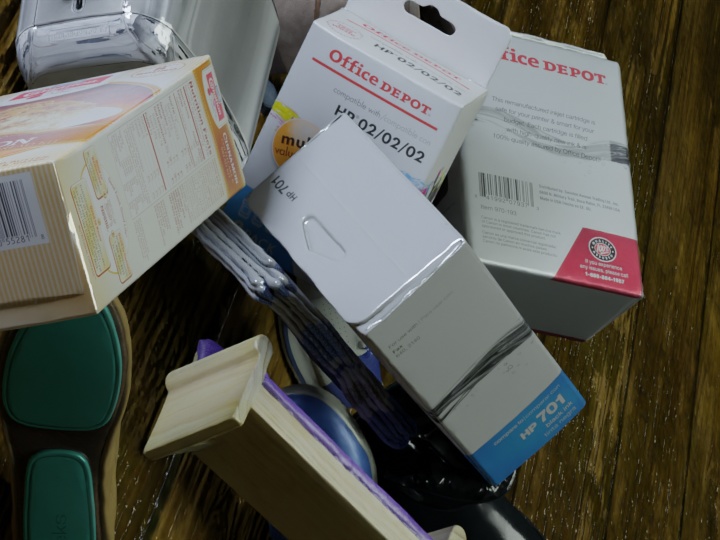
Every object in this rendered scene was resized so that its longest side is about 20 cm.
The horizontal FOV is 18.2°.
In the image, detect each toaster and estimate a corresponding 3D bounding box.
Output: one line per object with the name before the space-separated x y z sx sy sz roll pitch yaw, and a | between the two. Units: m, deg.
toaster | -0.119 -0.130 1.290 0.200 0.113 0.130 60 33 -51

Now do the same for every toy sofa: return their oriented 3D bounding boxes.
toy sofa | -0.028 0.122 1.369 0.200 0.083 0.098 46 44 -25

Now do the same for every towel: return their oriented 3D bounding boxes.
towel | -0.048 0.024 1.395 0.147 0.024 0.200 43 -5 43

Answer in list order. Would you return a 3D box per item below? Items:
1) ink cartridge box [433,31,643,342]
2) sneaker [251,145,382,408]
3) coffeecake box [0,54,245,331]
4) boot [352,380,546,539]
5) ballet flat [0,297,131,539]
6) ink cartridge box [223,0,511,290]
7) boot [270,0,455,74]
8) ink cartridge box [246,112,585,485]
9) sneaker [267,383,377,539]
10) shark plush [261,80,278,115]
ink cartridge box | 0.115 -0.065 1.624 0.145 0.083 0.201 11 59 -23
sneaker | 0.000 -0.001 1.561 0.081 0.115 0.200 -54 132 -62
coffeecake box | -0.162 -0.033 1.058 0.200 0.153 0.073 -49 126 -66
boot | 0.073 0.159 1.542 0.200 0.076 0.168 43 -15 -3
ballet flat | -0.150 0.070 1.132 0.063 0.068 0.201 -88 -173 -55
ink cartridge box | 0.002 -0.090 1.461 0.201 0.115 0.068 -64 171 21
boot | 0.007 -0.133 1.591 0.200 0.146 0.070 59 28 -47
ink cartridge box | 0.035 0.020 1.367 0.147 0.086 0.200 49 -2 41
sneaker | -0.028 0.181 1.459 0.111 0.076 0.201 -67 151 -72
shark plush | -0.094 -0.176 1.418 0.091 0.083 0.201 -65 142 -58
